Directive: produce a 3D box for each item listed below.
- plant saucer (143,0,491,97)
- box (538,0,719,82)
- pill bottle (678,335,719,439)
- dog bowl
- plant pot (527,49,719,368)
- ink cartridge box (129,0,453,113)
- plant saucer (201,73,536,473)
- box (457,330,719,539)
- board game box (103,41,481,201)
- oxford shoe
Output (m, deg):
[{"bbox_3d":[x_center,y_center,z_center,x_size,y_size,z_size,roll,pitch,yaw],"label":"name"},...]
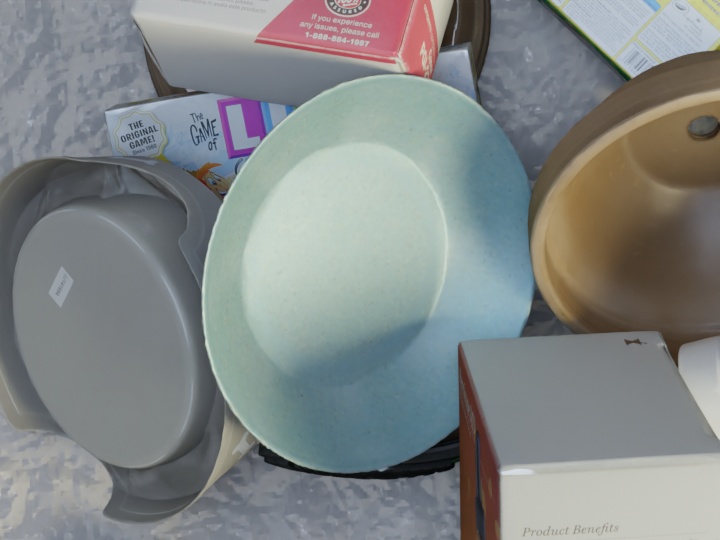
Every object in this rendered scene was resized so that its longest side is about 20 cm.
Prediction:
[{"bbox_3d":[-0.028,-0.143,1.067,0.200,0.029,0.200,0,87,8],"label":"plant saucer"},{"bbox_3d":[0.190,-0.196,1.031,0.117,0.048,0.200,45,96,8],"label":"box"},{"bbox_3d":[0.264,0.056,0.940,0.200,0.112,0.112,-14,86,17],"label":"pill bottle"},{"bbox_3d":[-0.122,0.030,1.009,0.200,0.059,0.200,16,115,38],"label":"dog bowl"},{"bbox_3d":[0.183,-0.047,0.979,0.201,0.201,0.093,-10,46,7],"label":"plant pot"},{"bbox_3d":[-0.018,-0.189,0.993,0.145,0.085,0.200,11,70,13],"label":"ink cartridge box"},{"bbox_3d":[0.000,0.000,0.952,0.201,0.039,0.201,-9,106,-32],"label":"plant saucer"},{"bbox_3d":[0.109,0.150,0.933,0.106,0.152,0.200,-3,110,-3],"label":"box"},{"bbox_3d":[-0.027,-0.040,1.035,0.200,0.034,0.135,-9,101,9],"label":"board game box"},{"bbox_3d":[0.041,0.068,1.029,0.200,0.073,0.085,-9,84,-5],"label":"oxford shoe"}]
